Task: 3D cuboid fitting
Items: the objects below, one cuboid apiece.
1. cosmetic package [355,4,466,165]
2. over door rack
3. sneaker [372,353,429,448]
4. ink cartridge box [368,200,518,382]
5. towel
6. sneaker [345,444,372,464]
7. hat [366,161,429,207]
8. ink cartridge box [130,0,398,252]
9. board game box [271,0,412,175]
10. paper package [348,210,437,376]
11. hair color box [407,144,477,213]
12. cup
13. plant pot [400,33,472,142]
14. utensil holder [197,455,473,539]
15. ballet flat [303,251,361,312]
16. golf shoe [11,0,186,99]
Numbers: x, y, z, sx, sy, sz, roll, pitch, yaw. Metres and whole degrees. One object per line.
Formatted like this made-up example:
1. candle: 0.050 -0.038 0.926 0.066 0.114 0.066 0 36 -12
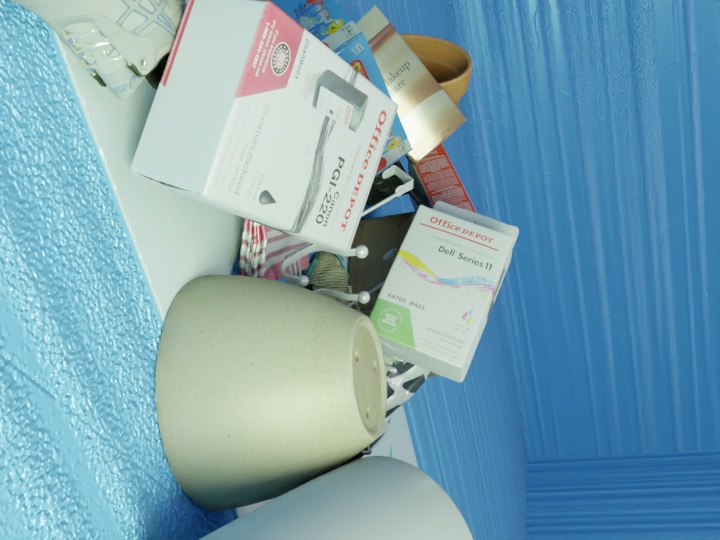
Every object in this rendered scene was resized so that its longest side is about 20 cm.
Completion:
1. cosmetic package: 0.047 -0.259 1.019 0.200 0.103 0.087 47 8 -12
2. over door rack: 0.000 0.000 0.788 0.200 0.066 0.149 -43 149 -32
3. sneaker: 0.009 0.127 0.846 0.200 0.079 0.129 -56 154 10
4. ink cartridge box: 0.097 0.007 0.804 0.067 0.116 0.202 71 41 -65
5. towel: -0.071 -0.085 0.728 0.146 0.030 0.202 -37 138 -68
6. sneaker: -0.018 0.147 0.735 0.074 0.084 0.202 28 77 -67
7. hat: 0.019 -0.146 1.053 0.201 0.081 0.201 54 7 -10
8. ink cartridge box: -0.066 -0.110 0.586 0.199 0.084 0.147 19 91 -60
9. board game box: -0.033 -0.241 0.832 0.197 0.056 0.200 57 1 32
10. paper package: 0.059 0.041 1.101 0.201 0.102 0.193 61 27 -53
11. hair color box: 0.131 -0.086 1.113 0.111 0.063 0.201 82 -8 -53
12. cup: -0.058 0.096 0.612 0.200 0.141 0.203 -7 90 -74
13. plant pot: 0.078 -0.283 1.184 0.201 0.197 0.141 -77 170 -49
14. utensil holder: -0.028 0.238 0.501 0.199 0.169 0.172 -10 92 -53
15. ballet flat: -0.024 0.068 0.900 0.076 0.067 0.201 -56 135 -34
16. golf shoe: -0.167 -0.165 0.479 0.200 0.077 0.099 -38 125 -70
